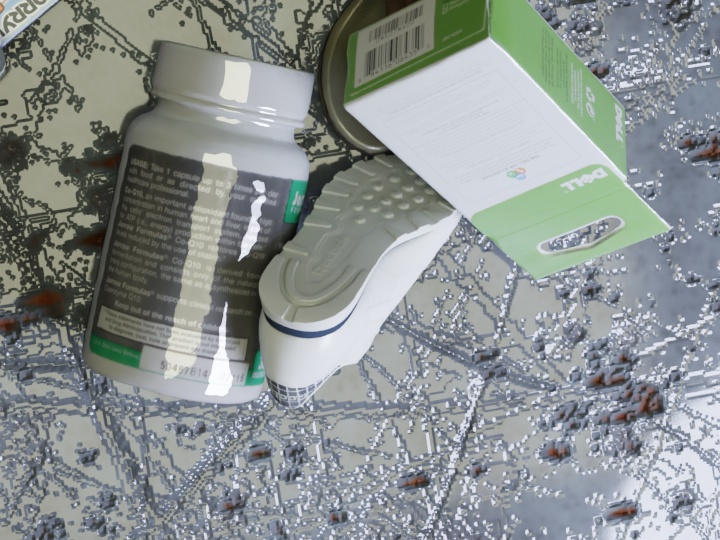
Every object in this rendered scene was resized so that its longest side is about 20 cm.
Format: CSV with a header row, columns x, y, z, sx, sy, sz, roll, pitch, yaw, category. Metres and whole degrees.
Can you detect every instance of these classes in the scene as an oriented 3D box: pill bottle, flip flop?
x,y,z,sx,sy,sz,roll,pitch,yaw,category
-0.094,-0.030,1.168,0.113,0.113,0.201,11,96,-10,pill bottle
0.047,-0.162,1.201,0.081,0.058,0.200,40,88,-13,flip flop

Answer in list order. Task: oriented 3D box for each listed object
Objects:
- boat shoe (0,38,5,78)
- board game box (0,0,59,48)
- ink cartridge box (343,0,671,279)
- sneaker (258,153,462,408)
x,y,z,sx,sy,sz,roll,pitch,yaw,category
-0.286,-0.073,1.123,0.201,0.072,0.060,-36,130,-14,boat shoe
-0.280,-0.165,1.163,0.200,0.034,0.136,-41,101,-2,board game box
0.090,-0.082,1.155,0.104,0.060,0.200,-22,135,31,ink cartridge box
0.000,0.000,1.180,0.076,0.200,0.081,22,132,25,sneaker
